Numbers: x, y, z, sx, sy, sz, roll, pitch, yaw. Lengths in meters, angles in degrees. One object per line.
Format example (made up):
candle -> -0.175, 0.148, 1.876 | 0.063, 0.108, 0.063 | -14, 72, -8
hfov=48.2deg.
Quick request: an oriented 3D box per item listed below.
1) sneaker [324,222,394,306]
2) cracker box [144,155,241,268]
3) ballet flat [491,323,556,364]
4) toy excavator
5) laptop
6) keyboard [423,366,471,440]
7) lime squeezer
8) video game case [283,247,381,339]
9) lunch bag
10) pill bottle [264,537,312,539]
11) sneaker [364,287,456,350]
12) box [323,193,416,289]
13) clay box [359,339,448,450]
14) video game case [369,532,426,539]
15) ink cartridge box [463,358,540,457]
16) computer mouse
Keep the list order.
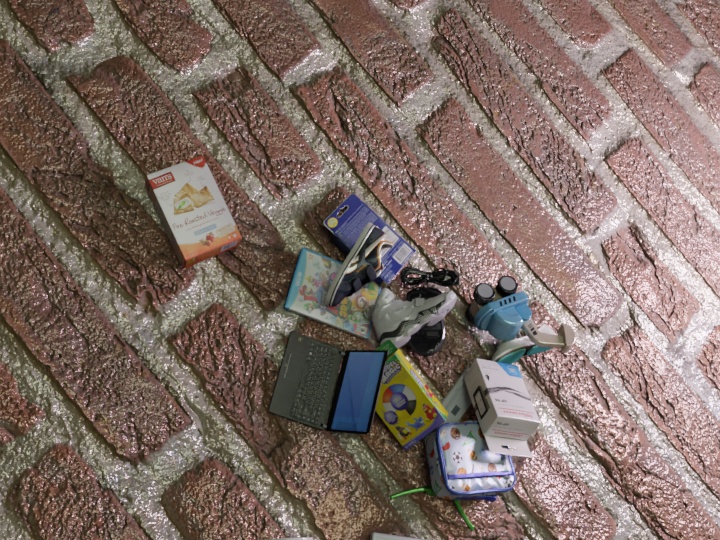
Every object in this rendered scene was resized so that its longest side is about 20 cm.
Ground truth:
sneaker -> 0.000, 0.000, 1.720 | 0.078, 0.079, 0.203 | 30, 81, 7
cracker box -> -0.352, -0.124, 1.690 | 0.132, 0.058, 0.203 | -24, 80, -25
ballet flat -> 0.365, 0.170, 1.846 | 0.196, 0.069, 0.071 | -15, 77, -27
toy excavator -> 0.358, 0.117, 1.801 | 0.190, 0.101, 0.202 | -16, 59, -21
laptop -> -0.066, 0.227, 1.646 | 0.196, 0.103, 0.181 | 20, 66, -12
keyboard -> 0.203, 0.303, 1.768 | 0.056, 0.011, 0.200 | 44, 64, -6
lime squeezer -> 0.159, 0.476, 1.685 | 0.196, 0.038, 0.072 | 24, 97, -11
video game case -> -0.057, 0.050, 1.756 | 0.196, 0.018, 0.146 | 21, 67, -12
lunch bag -> 0.235, 0.402, 1.688 | 0.196, 0.076, 0.164 | 5, 61, -28
pill bottle -> -0.132, 0.603, 1.488 | 0.111, 0.114, 0.205 | 3, 71, -18
sneaker -> 0.104, 0.077, 1.729 | 0.198, 0.075, 0.116 | -34, 71, -1
box -> 0.017, -0.068, 1.806 | 0.200, 0.032, 0.121 | 44, 58, 2
clay box -> 0.078, 0.258, 1.679 | 0.114, 0.048, 0.201 | -39, 89, 18
video game case -> 0.103, 0.635, 1.612 | 0.195, 0.022, 0.187 | 13, 68, -16
ink cartridge box -> 0.307, 0.292, 1.718 | 0.113, 0.069, 0.202 | 11, 39, -23
computer mouse -> 0.150, 0.096, 1.788 | 0.135, 0.053, 0.205 | 4, 70, 5
